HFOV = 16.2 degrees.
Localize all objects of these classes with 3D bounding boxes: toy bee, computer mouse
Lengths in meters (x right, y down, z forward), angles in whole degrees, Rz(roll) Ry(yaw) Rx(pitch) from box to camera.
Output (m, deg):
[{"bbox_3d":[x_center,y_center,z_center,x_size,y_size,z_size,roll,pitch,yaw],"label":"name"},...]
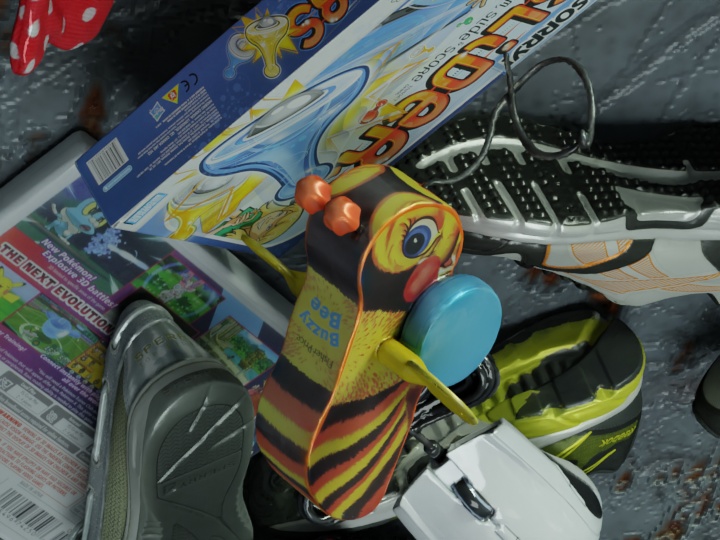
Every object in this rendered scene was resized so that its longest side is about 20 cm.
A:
[{"bbox_3d":[0.000,0.000,1.007,0.108,0.130,0.201,13,87,-50],"label":"toy bee"},{"bbox_3d":[0.057,0.102,1.134,0.110,0.044,0.200,-40,140,11],"label":"computer mouse"}]

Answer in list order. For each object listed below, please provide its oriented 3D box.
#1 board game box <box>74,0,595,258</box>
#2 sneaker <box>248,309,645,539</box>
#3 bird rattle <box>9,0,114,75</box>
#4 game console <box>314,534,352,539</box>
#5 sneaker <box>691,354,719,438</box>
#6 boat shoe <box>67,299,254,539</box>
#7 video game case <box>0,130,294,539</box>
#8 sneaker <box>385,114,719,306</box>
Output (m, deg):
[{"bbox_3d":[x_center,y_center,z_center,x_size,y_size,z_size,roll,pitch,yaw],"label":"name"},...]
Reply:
[{"bbox_3d":[-0.001,-0.082,1.008,0.200,0.035,0.135,-39,159,20],"label":"board game box"},{"bbox_3d":[0.047,0.093,1.199,0.199,0.075,0.085,-19,136,1],"label":"sneaker"},{"bbox_3d":[-0.042,-0.144,0.936,0.162,0.113,0.200,5,136,-43],"label":"bird rattle"},{"bbox_3d":[-0.048,0.190,1.240,0.176,0.031,0.200,-29,160,12],"label":"game console"},{"bbox_3d":[0.224,0.000,1.177,0.079,0.074,0.200,35,109,-28],"label":"sneaker"},{"bbox_3d":[-0.093,0.100,1.149,0.074,0.065,0.203,-20,143,-24],"label":"boat shoe"},{"bbox_3d":[-0.128,0.045,1.138,0.182,0.023,0.200,-35,132,16],"label":"video game case"},{"bbox_3d":[0.099,-0.017,1.114,0.199,0.074,0.080,3,133,-20],"label":"sneaker"}]
